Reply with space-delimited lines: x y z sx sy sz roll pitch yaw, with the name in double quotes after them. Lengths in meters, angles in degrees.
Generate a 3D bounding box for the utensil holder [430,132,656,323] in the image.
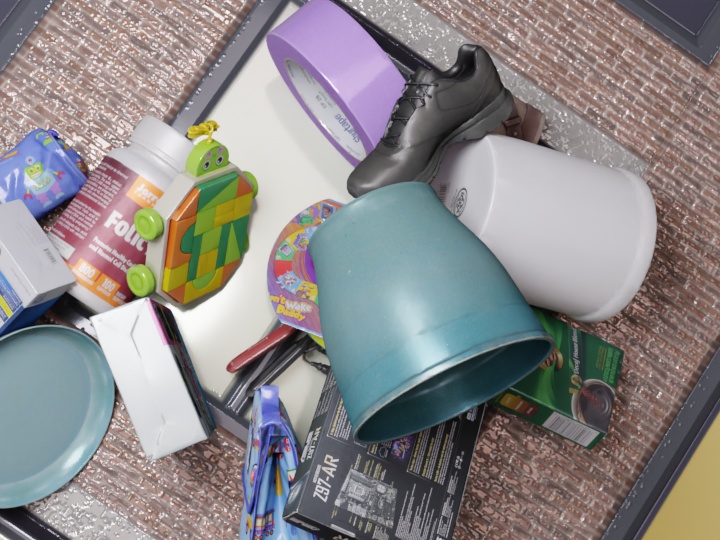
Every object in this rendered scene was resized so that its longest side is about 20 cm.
0.179 -0.048 1.175 0.199 0.170 0.171 14 83 -26 "utensil holder"

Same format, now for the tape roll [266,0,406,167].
-0.013 -0.188 1.186 0.066 0.200 0.200 -40 89 -7 "tape roll"

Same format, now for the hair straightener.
-0.048 0.079 1.246 0.200 0.041 0.077 -36 103 -13 "hair straightener"

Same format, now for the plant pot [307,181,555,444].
0.047 0.031 1.032 0.199 0.200 0.189 -23 70 -7 "plant pot"

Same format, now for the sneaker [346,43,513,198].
0.057 -0.144 1.084 0.200 0.076 0.091 -42 131 -18 "sneaker"

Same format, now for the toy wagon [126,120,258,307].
-0.167 -0.058 1.162 0.039 0.155 0.201 32 126 25 "toy wagon"

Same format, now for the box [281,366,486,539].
0.028 0.176 1.092 0.160 0.044 0.201 26 61 -15 "box"

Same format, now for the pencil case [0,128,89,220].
-0.391 -0.077 1.202 0.200 0.078 0.087 -33 111 -8 "pencil case"

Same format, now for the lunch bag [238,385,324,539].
-0.083 0.217 1.148 0.094 0.151 0.201 -3 96 -5 "lunch bag"

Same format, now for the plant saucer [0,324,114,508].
-0.345 0.147 1.154 0.027 0.200 0.201 23 80 41 "plant saucer"

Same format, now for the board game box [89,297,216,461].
-0.205 0.109 1.140 0.064 0.200 0.148 -22 87 -7 "board game box"

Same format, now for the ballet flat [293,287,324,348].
0.016 0.082 1.207 0.200 0.067 0.067 45 56 -16 "ballet flat"

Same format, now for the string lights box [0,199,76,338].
-0.387 0.030 1.145 0.200 0.059 0.103 -40 83 31 "string lights box"

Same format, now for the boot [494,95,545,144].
0.135 -0.104 1.263 0.146 0.070 0.201 9 95 -15 "boot"

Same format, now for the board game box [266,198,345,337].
0.000 0.000 1.177 0.199 0.039 0.158 20 64 6 "board game box"

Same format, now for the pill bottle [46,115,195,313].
-0.248 -0.057 1.195 0.114 0.114 0.200 35 83 -1 "pill bottle"

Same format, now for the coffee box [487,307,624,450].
0.184 0.100 1.228 0.199 0.044 0.123 26 51 -2 "coffee box"
